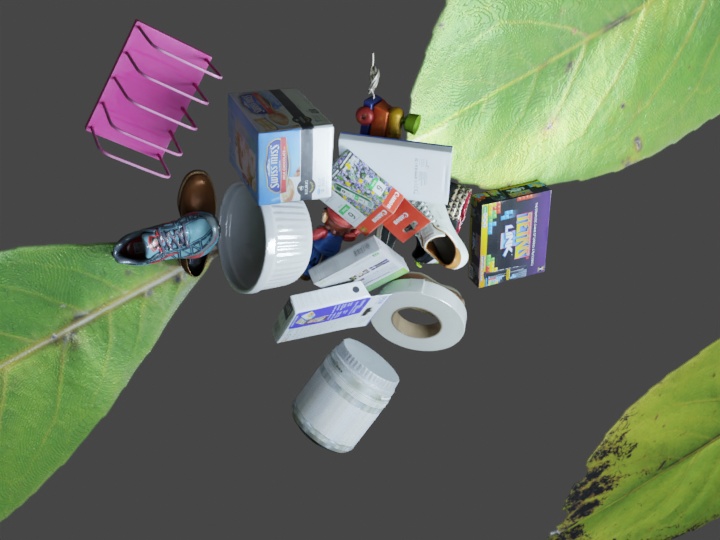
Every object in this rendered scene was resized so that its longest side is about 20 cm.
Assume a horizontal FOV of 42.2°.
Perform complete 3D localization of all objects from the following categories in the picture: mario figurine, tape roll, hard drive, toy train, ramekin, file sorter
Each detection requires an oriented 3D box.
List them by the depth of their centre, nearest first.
[{"bbox_3d":[-0.332,-0.270,1.509,0.138,0.126,0.201,21,108,-33],"label":"file sorter"},{"bbox_3d":[-0.169,-0.061,1.669,0.105,0.200,0.201,-3,120,-33],"label":"ramekin"},{"bbox_3d":[0.062,-0.182,1.673,0.199,0.025,0.132,8,142,8],"label":"hard drive"},{"bbox_3d":[0.058,-0.280,1.678,0.115,0.085,0.201,17,119,17],"label":"toy train"},{"bbox_3d":[-0.059,-0.079,1.796,0.123,0.106,0.201,-24,148,-56],"label":"mario figurine"},{"bbox_3d":[0.118,0.093,1.915,0.201,0.037,0.203,10,142,8],"label":"tape roll"}]

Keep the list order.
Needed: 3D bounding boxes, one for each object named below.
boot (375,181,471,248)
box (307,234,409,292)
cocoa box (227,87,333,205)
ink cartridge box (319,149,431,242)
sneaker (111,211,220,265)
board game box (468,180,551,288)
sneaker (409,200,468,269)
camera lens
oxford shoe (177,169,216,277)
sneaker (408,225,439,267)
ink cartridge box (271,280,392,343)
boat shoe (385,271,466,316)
[{"bbox_3d":[0.119,-0.102,1.806,0.150,0.073,0.201,22,107,12],"label":"boot"},{"bbox_3d":[0.000,0.000,1.791,0.144,0.037,0.200,-27,160,11],"label":"box"},{"bbox_3d":[-0.140,-0.214,1.584,0.130,0.200,0.134,-8,121,-20],"label":"cocoa box"},{"bbox_3d":[0.018,-0.117,1.675,0.200,0.109,0.050,39,56,-9],"label":"ink cartridge box"},{"bbox_3d":[-0.337,-0.045,1.612,0.199,0.096,0.080,-17,95,14],"label":"sneaker"},{"bbox_3d":[0.312,-0.075,1.966,0.164,0.057,0.201,-13,123,-16],"label":"board game box"},{"bbox_3d":[0.128,-0.091,1.722,0.073,0.200,0.085,-39,171,19],"label":"sneaker"},{"bbox_3d":[-0.034,0.263,1.939,0.160,0.160,0.200,29,104,-35],"label":"camera lens"},{"bbox_3d":[-0.289,-0.081,1.675,0.071,0.071,0.201,-4,118,-20],"label":"oxford shoe"},{"bbox_3d":[0.140,-0.092,1.866,0.082,0.072,0.201,-10,122,-19],"label":"sneaker"},{"bbox_3d":[-0.059,0.080,1.825,0.199,0.044,0.198,-9,161,-20],"label":"ink cartridge box"},{"bbox_3d":[0.143,0.056,1.954,0.199,0.072,0.076,13,112,-30],"label":"boat shoe"}]
